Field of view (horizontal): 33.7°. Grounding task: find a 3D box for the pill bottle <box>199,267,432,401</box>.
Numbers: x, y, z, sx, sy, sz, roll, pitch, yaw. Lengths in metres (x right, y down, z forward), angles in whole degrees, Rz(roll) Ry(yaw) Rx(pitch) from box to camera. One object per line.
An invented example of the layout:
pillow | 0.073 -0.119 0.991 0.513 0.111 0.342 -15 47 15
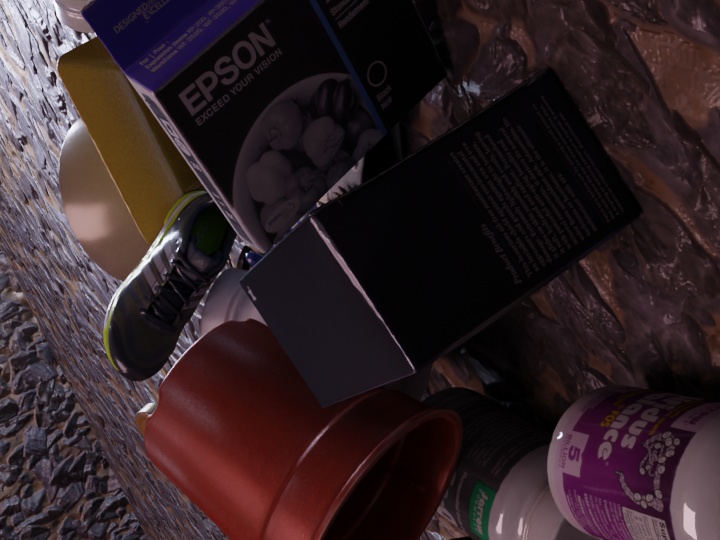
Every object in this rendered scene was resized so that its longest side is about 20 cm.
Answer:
pill bottle | -0.039 0.062 1.094 0.200 0.120 0.120 14 141 17

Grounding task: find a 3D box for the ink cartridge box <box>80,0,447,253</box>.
ink cartridge box | -0.052 -0.149 0.790 0.043 0.198 0.200 24 153 50

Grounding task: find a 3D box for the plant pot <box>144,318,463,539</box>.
plant pot | -0.055 0.147 0.955 0.195 0.201 0.201 32 148 26

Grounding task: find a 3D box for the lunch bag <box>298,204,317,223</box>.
lunch bag | -0.079 -0.096 1.080 0.161 0.082 0.200 39 163 26

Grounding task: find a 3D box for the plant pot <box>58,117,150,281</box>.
plant pot | -0.206 -0.095 1.288 0.134 0.200 0.200 -13 111 32

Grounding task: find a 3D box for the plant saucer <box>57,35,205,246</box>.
plant saucer | -0.183 -0.154 1.173 0.048 0.200 0.200 -13 111 31

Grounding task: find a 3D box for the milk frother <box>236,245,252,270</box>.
milk frother | -0.053 0.071 1.239 0.188 0.180 0.200 7 101 19

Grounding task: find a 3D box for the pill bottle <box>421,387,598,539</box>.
pill bottle | 0.129 0.184 1.016 0.200 0.113 0.113 26 142 52

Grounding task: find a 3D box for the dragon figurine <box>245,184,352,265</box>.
dragon figurine | 0.000 0.000 0.961 0.200 0.100 0.059 32 147 -23

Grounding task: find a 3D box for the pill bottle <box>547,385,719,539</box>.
pill bottle | 0.220 0.139 0.769 0.200 0.112 0.112 3 122 63

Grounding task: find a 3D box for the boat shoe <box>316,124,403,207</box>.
boat shoe | 0.007 -0.074 0.987 0.071 0.070 0.201 30 153 28

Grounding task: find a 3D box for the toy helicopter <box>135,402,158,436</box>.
toy helicopter | -0.155 0.142 1.157 0.200 0.079 0.132 -8 121 41

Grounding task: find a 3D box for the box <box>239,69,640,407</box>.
box | 0.046 -0.013 0.821 0.123 0.198 0.200 58 158 1

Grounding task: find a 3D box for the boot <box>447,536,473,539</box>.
boot | 0.114 0.307 1.111 0.069 0.200 0.174 48 149 33

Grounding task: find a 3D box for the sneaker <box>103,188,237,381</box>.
sneaker | -0.167 0.006 1.071 0.074 0.200 0.081 30 158 -20

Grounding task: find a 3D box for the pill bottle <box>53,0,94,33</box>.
pill bottle | -0.280 -0.340 1.180 0.113 0.113 0.200 45 154 28
